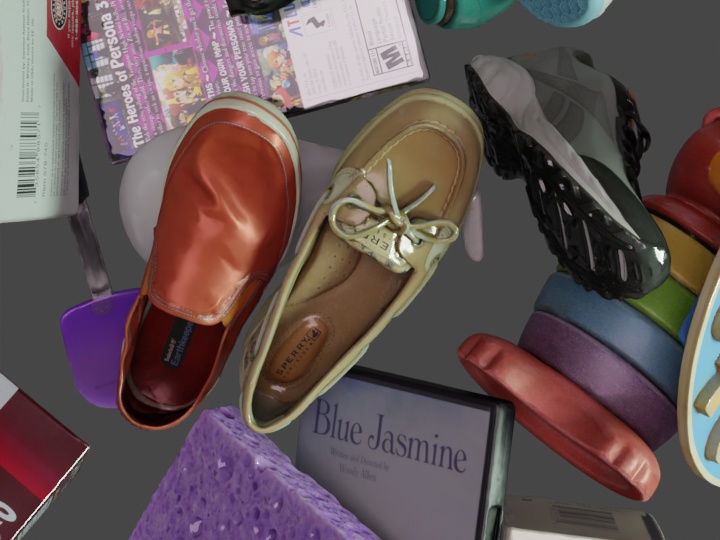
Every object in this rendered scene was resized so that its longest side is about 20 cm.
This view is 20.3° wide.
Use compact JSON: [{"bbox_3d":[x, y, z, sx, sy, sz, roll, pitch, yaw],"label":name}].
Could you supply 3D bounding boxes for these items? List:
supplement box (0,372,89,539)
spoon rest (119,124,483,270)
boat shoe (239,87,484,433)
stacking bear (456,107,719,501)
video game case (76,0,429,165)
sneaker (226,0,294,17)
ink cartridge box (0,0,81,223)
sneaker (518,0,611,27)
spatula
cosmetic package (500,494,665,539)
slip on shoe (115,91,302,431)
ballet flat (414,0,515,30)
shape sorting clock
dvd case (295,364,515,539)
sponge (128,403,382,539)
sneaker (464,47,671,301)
[{"bbox_3d":[-0.247,0.140,1.057,0.109,0.061,0.200,39,67,-1],"label":"supplement box"},{"bbox_3d":[-0.031,-0.034,1.078,0.199,0.061,0.100,1,119,8],"label":"spoon rest"},{"bbox_3d":[0.000,0.000,1.020,0.073,0.063,0.201,27,115,-5],"label":"boat shoe"},{"bbox_3d":[0.160,0.008,1.049,0.121,0.114,0.200,36,83,16],"label":"stacking bear"},{"bbox_3d":[-0.072,-0.176,1.081,0.180,0.036,0.201,-15,93,3],"label":"video game case"},{"bbox_3d":[-0.084,-0.191,1.024,0.199,0.076,0.116,8,91,-1],"label":"sneaker"},{"bbox_3d":[-0.245,-0.097,0.997,0.144,0.200,0.146,4,94,18],"label":"ink cartridge box"},{"bbox_3d":[0.106,-0.240,1.028,0.130,0.079,0.201,-36,114,-32],"label":"sneaker"},{"bbox_3d":[-0.153,-0.023,1.100,0.056,0.021,0.201,-17,91,-8],"label":"spatula"},{"bbox_3d":[0.106,0.229,1.067,0.087,0.103,0.201,7,95,2],"label":"cosmetic package"},{"bbox_3d":[-0.081,0.001,1.034,0.074,0.061,0.201,21,119,-3],"label":"slip on shoe"},{"bbox_3d":[0.047,-0.229,1.067,0.070,0.067,0.201,-14,93,-21],"label":"ballet flat"},{"bbox_3d":[0.221,0.017,1.013,0.039,0.200,0.201,20,95,33],"label":"shape sorting clock"},{"bbox_3d":[0.013,0.156,1.064,0.142,0.017,0.201,10,95,44],"label":"dvd case"},{"bbox_3d":[-0.034,0.173,1.050,0.200,0.030,0.112,39,111,25],"label":"sponge"},{"bbox_3d":[0.115,-0.060,1.013,0.079,0.200,0.074,-18,127,-6],"label":"sneaker"}]
